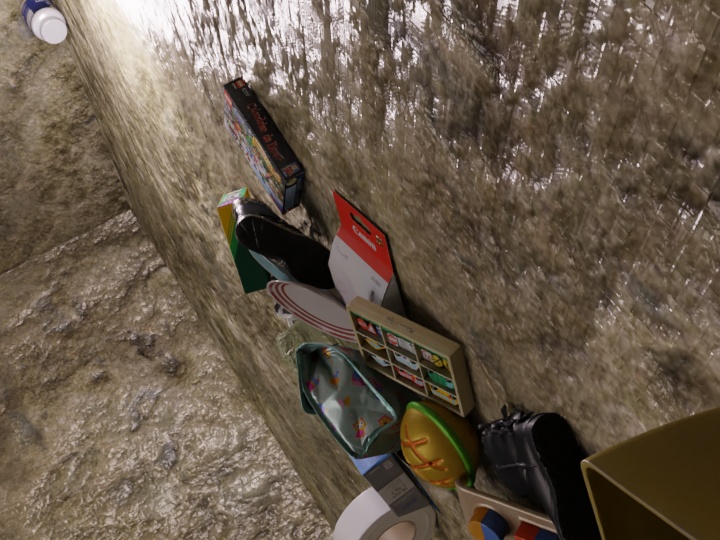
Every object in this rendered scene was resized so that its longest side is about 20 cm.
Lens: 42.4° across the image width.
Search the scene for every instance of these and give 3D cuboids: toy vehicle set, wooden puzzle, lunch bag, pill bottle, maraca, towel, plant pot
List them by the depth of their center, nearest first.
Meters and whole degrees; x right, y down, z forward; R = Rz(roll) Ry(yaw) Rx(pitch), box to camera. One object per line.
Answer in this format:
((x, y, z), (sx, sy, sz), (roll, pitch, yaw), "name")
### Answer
((0.290, 0.191, 0.592), (0.200, 0.176, 0.200), (31, 147, 58), "plant pot")
((0.219, 0.391, 1.285), (0.200, 0.046, 0.186), (17, 138, 38), "wooden puzzle")
((0.070, 0.120, 1.320), (0.200, 0.027, 0.125), (24, 144, 40), "toy vehicle set")
((0.123, 0.270, 1.365), (0.137, 0.107, 0.200), (34, 153, 49), "maraca")
((-0.009, 0.193, 1.471), (0.200, 0.122, 0.170), (45, -168, 20), "lunch bag")
((-0.059, 0.155, 1.669), (0.200, 0.148, 0.036), (52, -170, 30), "towel")
((-1.030, -0.817, 3.035), (0.200, 0.111, 0.111), (46, 158, 41), "pill bottle")

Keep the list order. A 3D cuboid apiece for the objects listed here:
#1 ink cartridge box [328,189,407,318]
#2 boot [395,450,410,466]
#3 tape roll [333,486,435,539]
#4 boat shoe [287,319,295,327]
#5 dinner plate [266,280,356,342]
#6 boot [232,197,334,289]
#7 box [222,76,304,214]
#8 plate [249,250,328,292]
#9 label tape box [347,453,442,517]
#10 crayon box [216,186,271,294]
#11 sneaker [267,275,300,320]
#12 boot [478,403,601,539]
((0.000, 0.000, 1.390), (0.163, 0.057, 0.200), (43, 161, 47), "ink cartridge box")
((0.068, 0.269, 1.578), (0.155, 0.077, 0.200), (42, 158, 52), "boot")
((0.048, 0.511, 1.831), (0.071, 0.202, 0.203), (45, 158, 43), "tape roll")
((-0.106, 0.127, 1.892), (0.202, 0.074, 0.065), (59, 170, 20), "boat shoe")
((-0.066, 0.065, 1.569), (0.200, 0.024, 0.200), (23, 160, 9), "dinner plate")
((-0.128, -0.053, 1.578), (0.203, 0.074, 0.154), (29, -170, -22), "boot")
((-0.164, -0.207, 1.553), (0.200, 0.038, 0.137), (57, 164, 13), "box")
((-0.141, -0.011, 1.661), (0.200, 0.026, 0.200), (38, -172, -7), "plate")
((0.045, 0.351, 1.619), (0.200, 0.063, 0.144), (55, 176, -35), "label tape box")
((-0.222, -0.062, 1.808), (0.200, 0.058, 0.173), (-112, 7, -77), "crayon box")
((-0.121, 0.047, 1.751), (0.081, 0.075, 0.200), (24, -169, -17), "sneaker")
((0.219, 0.255, 1.109), (0.199, 0.073, 0.162), (67, 162, 6), "boot")
